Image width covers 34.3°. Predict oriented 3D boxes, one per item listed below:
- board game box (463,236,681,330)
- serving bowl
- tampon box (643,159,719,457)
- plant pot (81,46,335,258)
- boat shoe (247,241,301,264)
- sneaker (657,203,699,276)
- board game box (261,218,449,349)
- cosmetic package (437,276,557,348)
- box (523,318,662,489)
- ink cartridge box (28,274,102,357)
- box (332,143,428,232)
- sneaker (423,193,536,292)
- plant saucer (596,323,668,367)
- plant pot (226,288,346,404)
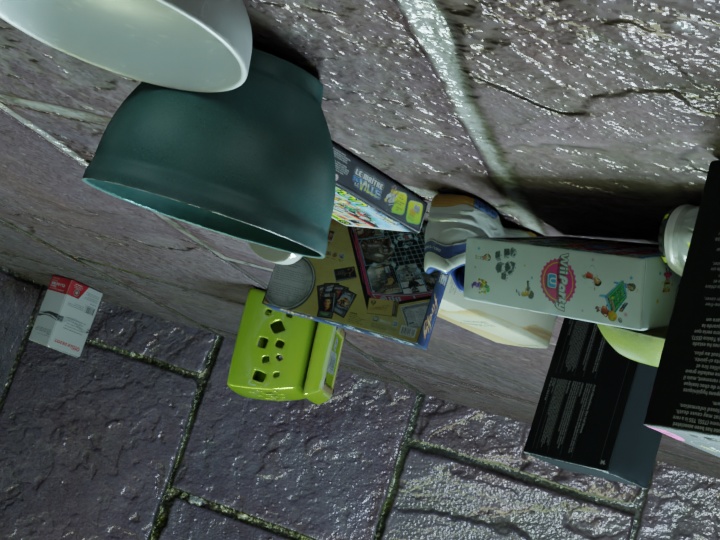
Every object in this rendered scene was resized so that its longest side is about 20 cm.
[{"bbox_3d":[0.215,0.006,1.051,0.147,0.064,0.200,-3,-171,-41],"label":"board game box"},{"bbox_3d":[-0.160,-0.189,0.772,0.200,0.066,0.200,18,170,3],"label":"serving bowl"},{"bbox_3d":[0.310,0.040,0.805,0.150,0.200,0.126,25,168,-33],"label":"tampon box"},{"bbox_3d":[-0.103,-0.103,0.929,0.200,0.134,0.200,18,176,1],"label":"plant pot"},{"bbox_3d":[-0.095,-0.059,1.252,0.068,0.072,0.200,11,-167,-35],"label":"boat shoe"},{"bbox_3d":[0.335,0.006,0.940,0.200,0.076,0.076,21,172,-21],"label":"sneaker"},{"bbox_3d":[0.000,0.000,1.323,0.200,0.136,0.035,14,170,25],"label":"board game box"},{"bbox_3d":[0.137,0.029,1.421,0.200,0.071,0.105,24,168,-31],"label":"cosmetic package"},{"bbox_3d":[0.293,0.143,1.389,0.079,0.200,0.141,25,168,-30],"label":"box"},{"bbox_3d":[-0.841,0.132,3.340,0.084,0.200,0.144,12,168,29],"label":"ink cartridge box"},{"bbox_3d":[-0.035,-0.092,1.170,0.110,0.035,0.200,8,166,44],"label":"box"},{"bbox_3d":[0.133,-0.006,1.195,0.200,0.088,0.075,24,167,-37],"label":"sneaker"},{"bbox_3d":[0.302,0.064,1.012,0.200,0.031,0.200,5,-174,-1],"label":"plant saucer"},{"bbox_3d":[-0.137,0.162,2.297,0.181,0.199,0.200,10,169,9],"label":"plant pot"}]
